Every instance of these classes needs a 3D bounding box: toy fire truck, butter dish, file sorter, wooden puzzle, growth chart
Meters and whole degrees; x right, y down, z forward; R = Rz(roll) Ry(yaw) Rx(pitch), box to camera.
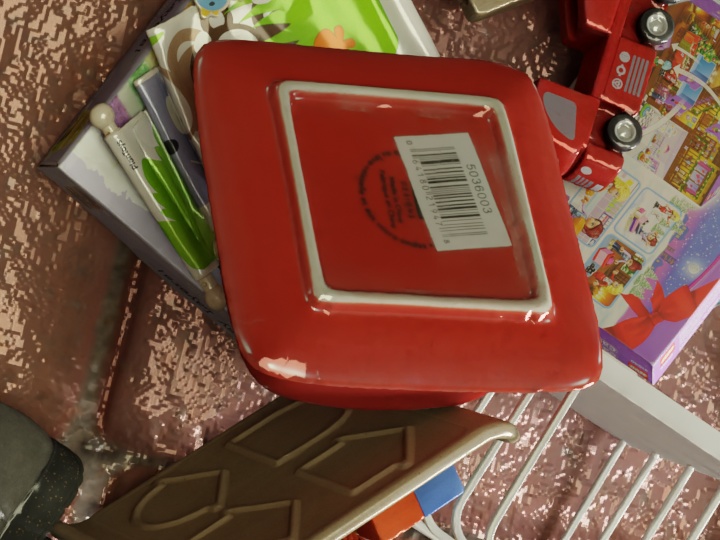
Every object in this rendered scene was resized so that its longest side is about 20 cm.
[{"bbox_3d":[0.103,-0.157,1.568,0.141,0.049,0.201,21,74,-9],"label":"toy fire truck"},{"bbox_3d":[0.000,0.000,1.454,0.199,0.148,0.201,3,57,-23],"label":"butter dish"},{"bbox_3d":[0.107,0.114,1.534,0.139,0.200,0.125,34,85,-19],"label":"file sorter"},{"bbox_3d":[-0.038,0.119,1.470,0.200,0.185,0.046,-27,109,-23],"label":"wooden puzzle"},{"bbox_3d":[-0.047,-0.097,1.509,0.200,0.018,0.145,-41,105,-15],"label":"growth chart"}]

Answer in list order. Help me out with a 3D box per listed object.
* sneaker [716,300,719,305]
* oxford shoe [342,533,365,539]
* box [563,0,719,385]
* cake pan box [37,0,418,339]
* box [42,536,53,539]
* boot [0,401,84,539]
[{"bbox_3d":[0.252,-0.054,1.643,0.200,0.080,0.078,-40,105,-14],"label":"sneaker"},{"bbox_3d":[0.000,0.197,1.566,0.200,0.071,0.073,37,101,-8],"label":"oxford shoe"},{"bbox_3d":[0.168,-0.055,1.598,0.137,0.039,0.200,36,78,16],"label":"box"},{"bbox_3d":[-0.044,-0.063,1.547,0.200,0.052,0.184,42,80,-18],"label":"cake pan box"},{"bbox_3d":[-0.154,0.254,1.437,0.123,0.200,0.199,38,80,-18],"label":"box"},{"bbox_3d":[-0.244,0.135,1.461,0.132,0.070,0.200,43,66,-29],"label":"boot"}]
